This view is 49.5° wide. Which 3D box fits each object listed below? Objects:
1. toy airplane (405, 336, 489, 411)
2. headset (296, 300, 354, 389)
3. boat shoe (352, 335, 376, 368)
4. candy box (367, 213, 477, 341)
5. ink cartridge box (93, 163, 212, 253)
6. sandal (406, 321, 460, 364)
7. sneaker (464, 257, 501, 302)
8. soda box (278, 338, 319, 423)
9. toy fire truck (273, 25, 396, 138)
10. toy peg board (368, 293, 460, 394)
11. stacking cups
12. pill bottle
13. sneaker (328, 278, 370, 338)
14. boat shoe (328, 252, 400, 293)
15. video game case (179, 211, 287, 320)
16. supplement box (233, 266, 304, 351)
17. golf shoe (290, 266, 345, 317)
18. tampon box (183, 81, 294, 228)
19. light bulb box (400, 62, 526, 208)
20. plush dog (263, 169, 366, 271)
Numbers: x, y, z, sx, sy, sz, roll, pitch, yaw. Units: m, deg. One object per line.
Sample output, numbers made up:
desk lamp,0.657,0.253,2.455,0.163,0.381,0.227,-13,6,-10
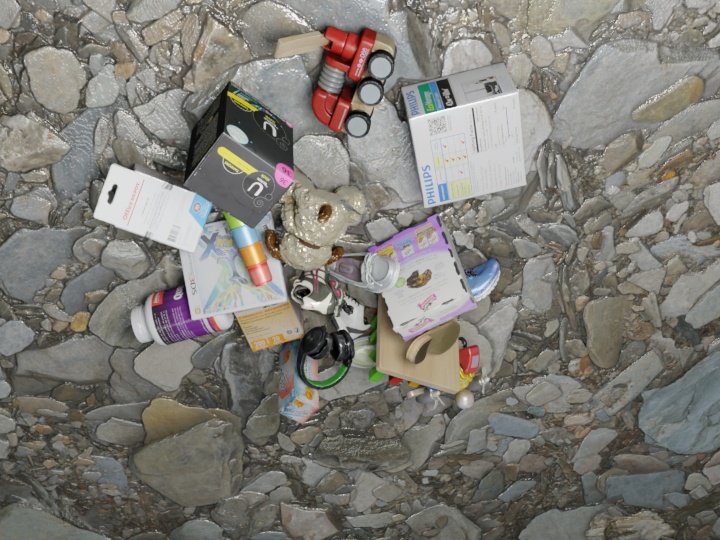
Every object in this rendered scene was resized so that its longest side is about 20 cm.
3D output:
toy airplane,0.207,0.269,1.818,0.199,0.142,0.200,-33,151,-3
headset,-0.060,0.159,1.642,0.122,0.094,0.203,9,101,-31
boat shoe,0.056,0.189,1.783,0.197,0.062,0.073,1,95,-15
candy box,0.123,0.014,1.578,0.166,0.202,0.072,-26,146,14
ink cartridge box,-0.391,-0.125,1.486,0.198,0.067,0.117,21,104,-20
sandal,0.137,0.136,1.636,0.069,0.211,0.079,29,112,25
sneaker,0.212,0.031,1.681,0.199,0.079,0.090,-34,110,2
soda box,-0.137,0.234,1.719,0.068,0.201,0.064,31,119,-25
toy fire truck,-0.053,-0.340,1.358,0.197,0.129,0.177,21,124,-7
toy peg board,0.108,0.170,1.717,0.197,0.202,0.098,19,142,-21
stacking cups,-0.220,-0.069,1.514,0.060,0.061,0.203,-21,97,10
pill bottle,-0.373,0.089,1.639,0.197,0.113,0.113,-15,128,4
sneaker,-0.041,0.072,1.702,0.079,0.074,0.201,-29,131,-3
boat shoe,0.000,-0.002,1.574,0.064,0.201,0.076,16,87,-40
video game case,-0.258,-0.010,1.566,0.197,0.022,0.185,-11,88,2
supplement box,-0.206,0.066,1.665,0.124,0.074,0.202,-16,127,5
golf shoe,-0.102,0.025,1.568,0.087,0.200,0.078,3,110,-26
tampon box,-0.210,-0.206,1.379,0.149,0.201,0.126,32,118,-27
light bulb box,0.191,-0.247,1.442,0.197,0.126,0.200,-12,128,4
plush dog,-0.092,-0.075,1.514,0.197,0.161,0.173,12,122,-17
